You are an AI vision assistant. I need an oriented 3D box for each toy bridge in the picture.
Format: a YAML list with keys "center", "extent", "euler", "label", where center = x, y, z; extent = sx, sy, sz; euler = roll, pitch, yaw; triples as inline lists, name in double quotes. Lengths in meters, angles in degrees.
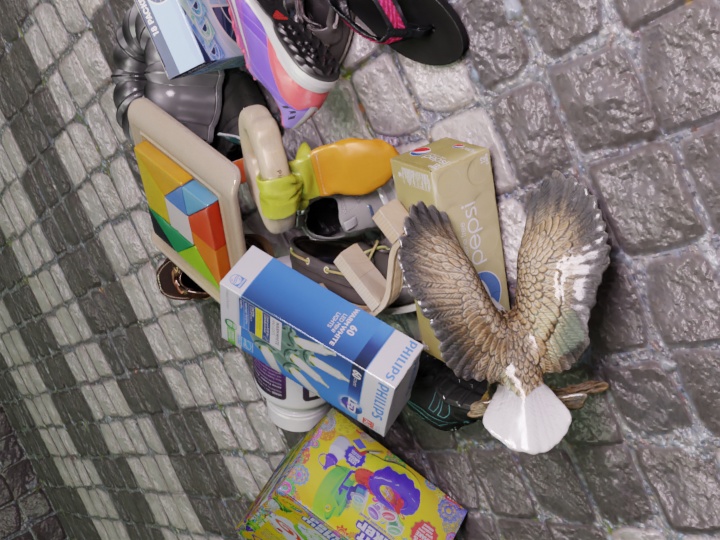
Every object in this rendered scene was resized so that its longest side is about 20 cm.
- center: [0.006, 0.007, 0.951]
  extent: [0.067, 0.027, 0.200]
  euler: [52, 144, 6]
  label: "toy bridge"

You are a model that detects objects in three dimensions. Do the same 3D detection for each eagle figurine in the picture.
- center: [0.121, 0.036, 0.829]
  extent: [0.150, 0.151, 0.202]
  euler: [14, 124, 40]
  label: "eagle figurine"

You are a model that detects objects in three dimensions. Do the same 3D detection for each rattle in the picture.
- center: [-0.063, -0.117, 1.014]
  extent: [0.131, 0.142, 0.200]
  euler: [59, 172, -8]
  label: "rattle"

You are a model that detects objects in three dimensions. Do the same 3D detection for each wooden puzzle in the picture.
- center: [-0.187, -0.063, 1.080]
  extent: [0.185, 0.037, 0.201]
  euler: [37, 144, 31]
  label: "wooden puzzle"

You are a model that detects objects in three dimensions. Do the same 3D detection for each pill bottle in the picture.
- center: [-0.073, 0.092, 1.181]
  extent: [0.111, 0.111, 0.201]
  euler: [35, 138, 35]
  label: "pill bottle"

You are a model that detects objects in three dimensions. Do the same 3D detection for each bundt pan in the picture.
- center: [-0.230, -0.222, 1.144]
  extent: [0.201, 0.075, 0.204]
  euler: [8, 99, 59]
  label: "bundt pan"

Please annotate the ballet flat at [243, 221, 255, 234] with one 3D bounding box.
- center: [-0.150, -0.008, 1.268]
  extent: [0.073, 0.073, 0.202]
  euler: [2, 109, 53]
  label: "ballet flat"

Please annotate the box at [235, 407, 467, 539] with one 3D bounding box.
- center: [-0.016, 0.298, 1.185]
  extent: [0.200, 0.122, 0.193]
  euler: [38, 145, -2]
  label: "box"

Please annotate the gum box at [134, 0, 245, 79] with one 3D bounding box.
- center: [-0.158, -0.279, 0.960]
  extent: [0.044, 0.200, 0.171]
  euler: [-20, 98, 22]
  label: "gum box"

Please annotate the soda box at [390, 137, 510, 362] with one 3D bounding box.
- center: [0.086, -0.015, 0.917]
  extent: [0.064, 0.067, 0.202]
  euler: [27, 134, 53]
  label: "soda box"

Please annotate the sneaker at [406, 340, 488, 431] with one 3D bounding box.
- center: [0.099, 0.124, 1.019]
  extent: [0.199, 0.075, 0.080]
  euler: [12, 137, 58]
  label: "sneaker"

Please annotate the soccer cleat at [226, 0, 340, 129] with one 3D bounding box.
- center: [-0.092, -0.220, 0.923]
  extent: [0.201, 0.068, 0.073]
  euler: [56, 131, 24]
  label: "soccer cleat"

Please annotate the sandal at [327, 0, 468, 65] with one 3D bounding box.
- center: [0.001, -0.233, 0.847]
  extent: [0.199, 0.045, 0.075]
  euler: [36, 143, -5]
  label: "sandal"

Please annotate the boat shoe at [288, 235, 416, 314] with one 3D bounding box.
- center: [0.000, 0.000, 1.035]
  extent: [0.200, 0.072, 0.061]
  euler: [6, 119, 41]
  label: "boat shoe"

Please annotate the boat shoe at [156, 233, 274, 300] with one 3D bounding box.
- center: [-0.193, -0.001, 1.209]
  extent: [0.199, 0.070, 0.071]
  euler: [-18, 99, 44]
  label: "boat shoe"

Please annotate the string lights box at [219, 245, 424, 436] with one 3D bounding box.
- center: [-0.041, 0.069, 0.983]
  extent: [0.199, 0.059, 0.103]
  euler: [30, 147, 15]
  label: "string lights box"

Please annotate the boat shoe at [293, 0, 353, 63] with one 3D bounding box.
- center: [-0.038, -0.263, 0.923]
  extent: [0.067, 0.057, 0.201]
  euler: [47, 144, 22]
  label: "boat shoe"

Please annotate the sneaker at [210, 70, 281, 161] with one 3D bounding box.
- center: [-0.160, -0.165, 1.167]
  extent: [0.200, 0.076, 0.091]
  euler: [-29, 79, 51]
  label: "sneaker"

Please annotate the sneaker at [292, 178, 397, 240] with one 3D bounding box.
- center: [-0.045, -0.070, 1.051]
  extent: [0.199, 0.082, 0.075]
  euler: [0, 113, 54]
  label: "sneaker"
